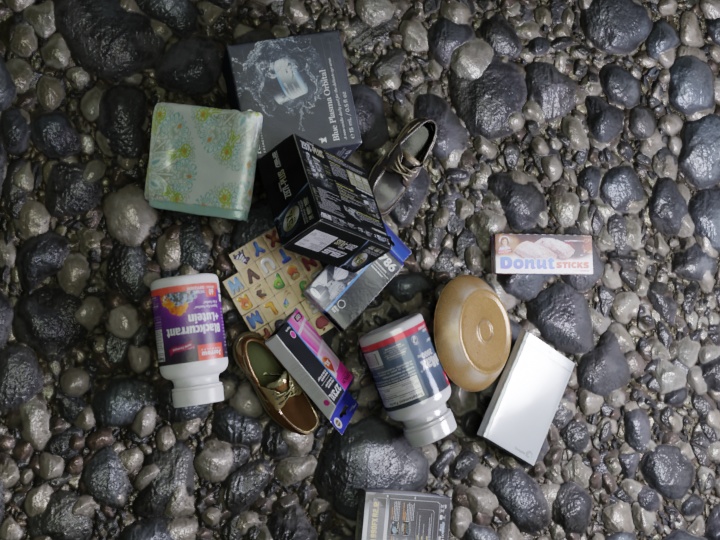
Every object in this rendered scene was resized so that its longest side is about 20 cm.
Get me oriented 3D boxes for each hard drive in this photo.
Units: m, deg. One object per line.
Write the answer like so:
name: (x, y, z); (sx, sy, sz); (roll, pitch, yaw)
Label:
hard drive: (0.297, 0.228, 1.571); (0.131, 0.027, 0.202); (32, 77, -25)

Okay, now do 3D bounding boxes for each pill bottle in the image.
pill bottle: (0.086, 0.186, 1.489); (0.118, 0.119, 0.203); (-22, 90, -15)
pill bottle: (-0.271, 0.112, 1.410); (0.109, 0.111, 0.204); (-7, 86, -15)

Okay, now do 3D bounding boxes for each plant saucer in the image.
plant saucer: (0.205, 0.106, 1.524); (0.198, 0.035, 0.204); (9, 77, -42)

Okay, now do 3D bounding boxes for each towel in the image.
towel: (-0.256, -0.177, 1.416); (0.197, 0.048, 0.175); (10, 96, 22)

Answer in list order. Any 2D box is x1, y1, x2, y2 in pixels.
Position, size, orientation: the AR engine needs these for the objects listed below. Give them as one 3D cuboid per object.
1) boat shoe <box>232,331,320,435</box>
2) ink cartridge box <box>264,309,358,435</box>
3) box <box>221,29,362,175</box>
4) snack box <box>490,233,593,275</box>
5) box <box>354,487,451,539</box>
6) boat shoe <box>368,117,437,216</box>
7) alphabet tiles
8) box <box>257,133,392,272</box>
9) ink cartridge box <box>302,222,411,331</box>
boat shoe: (-0.140, 0.189, 1.451); (0.075, 0.074, 0.201); (-41, 98, -14)
ink cartridge box: (-0.070, 0.167, 1.463); (0.037, 0.095, 0.201); (-33, 99, 29)
box: (-0.119, -0.281, 1.490); (0.196, 0.117, 0.200); (-12, 87, -14)
snack box: (0.335, -0.029, 1.625); (0.196, 0.024, 0.073); (0, 85, -15)
box: (0.068, 0.478, 1.488); (0.155, 0.048, 0.204); (7, 82, -13)
boat shoe: (0.072, -0.190, 1.550); (0.074, 0.073, 0.202); (30, 78, -9)
alphabet tiles: (-0.134, 0.035, 1.507); (0.165, 0.006, 0.202); (-31, 92, -16)
box: (-0.056, -0.104, 1.421); (0.199, 0.085, 0.166); (18, 47, -53)
ink cartridge box: (0.000, 0.000, 1.525); (0.099, 0.039, 0.200); (44, 73, -6)
